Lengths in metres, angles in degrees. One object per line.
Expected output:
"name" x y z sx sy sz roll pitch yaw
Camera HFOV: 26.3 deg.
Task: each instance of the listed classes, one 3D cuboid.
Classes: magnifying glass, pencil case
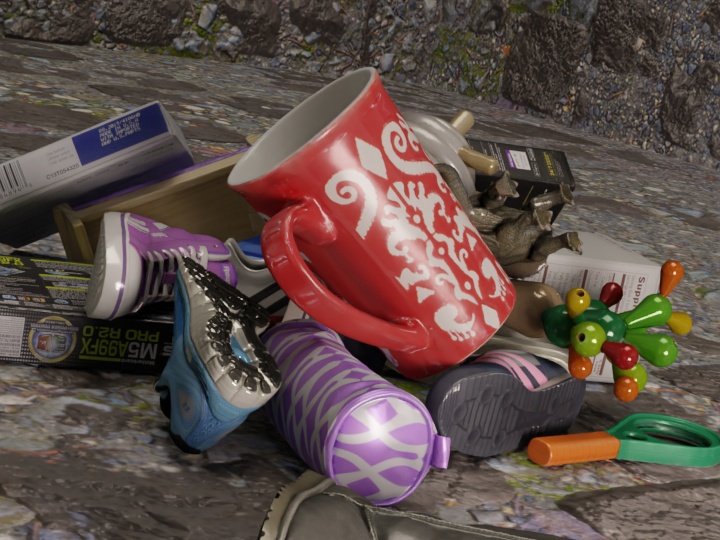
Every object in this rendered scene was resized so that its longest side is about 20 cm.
"magnifying glass" 0.208 0.136 1.205 0.199 0.023 0.079 3 15 -41
"pencil case" -0.013 0.091 1.048 0.085 0.085 0.200 -4 16 -21

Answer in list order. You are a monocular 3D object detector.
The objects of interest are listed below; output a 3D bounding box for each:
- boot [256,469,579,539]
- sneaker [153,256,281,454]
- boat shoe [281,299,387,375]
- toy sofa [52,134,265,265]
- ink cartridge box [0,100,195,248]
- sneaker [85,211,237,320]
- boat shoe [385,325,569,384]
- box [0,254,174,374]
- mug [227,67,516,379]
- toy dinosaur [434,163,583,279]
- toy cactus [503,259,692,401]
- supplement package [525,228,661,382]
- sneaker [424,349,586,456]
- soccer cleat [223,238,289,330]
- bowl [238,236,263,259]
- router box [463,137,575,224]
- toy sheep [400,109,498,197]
"boot" 0.046 0.169 0.826 0.199 0.073 0.182 20 15 8
"sneaker" -0.115 0.059 1.076 0.078 0.090 0.200 35 13 -18
"boat shoe" 0.000 0.000 1.225 0.092 0.201 0.075 19 12 2
"toy sofa" -0.168 -0.050 1.373 0.199 0.083 0.098 -21 27 -16
"ink cartridge box" -0.250 -0.083 1.379 0.195 0.044 0.200 -23 -3 -2
"sneaker" -0.149 -0.003 1.187 0.113 0.073 0.201 13 12 -7
"boat shoe" 0.088 0.059 1.306 0.200 0.072 0.060 17 23 -2
"box" -0.225 0.033 1.223 0.199 0.045 0.160 6 13 -22
"mug" 0.002 -0.015 1.122 0.178 0.200 0.133 -47 19 -25
"toy dinosaur" 0.110 -0.032 1.234 0.199 0.077 0.102 6 -29 -46
"toy cactus" 0.176 0.035 1.236 0.164 0.103 0.200 17 18 18
"supplement package" 0.154 0.025 1.417 0.199 0.118 0.117 6 14 -23
"sneaker" 0.092 0.094 1.171 0.082 0.071 0.200 27 10 33
"soccer cleat" -0.029 0.009 1.342 0.198 0.086 0.069 0 14 0
"bowl" -0.111 0.000 1.483 0.199 0.040 0.201 10 12 -2
"router box" 0.097 -0.039 1.488 0.148 0.200 0.051 6 47 -22
"toy sheep" 0.042 -0.068 1.319 0.137 0.138 0.200 19 49 33
